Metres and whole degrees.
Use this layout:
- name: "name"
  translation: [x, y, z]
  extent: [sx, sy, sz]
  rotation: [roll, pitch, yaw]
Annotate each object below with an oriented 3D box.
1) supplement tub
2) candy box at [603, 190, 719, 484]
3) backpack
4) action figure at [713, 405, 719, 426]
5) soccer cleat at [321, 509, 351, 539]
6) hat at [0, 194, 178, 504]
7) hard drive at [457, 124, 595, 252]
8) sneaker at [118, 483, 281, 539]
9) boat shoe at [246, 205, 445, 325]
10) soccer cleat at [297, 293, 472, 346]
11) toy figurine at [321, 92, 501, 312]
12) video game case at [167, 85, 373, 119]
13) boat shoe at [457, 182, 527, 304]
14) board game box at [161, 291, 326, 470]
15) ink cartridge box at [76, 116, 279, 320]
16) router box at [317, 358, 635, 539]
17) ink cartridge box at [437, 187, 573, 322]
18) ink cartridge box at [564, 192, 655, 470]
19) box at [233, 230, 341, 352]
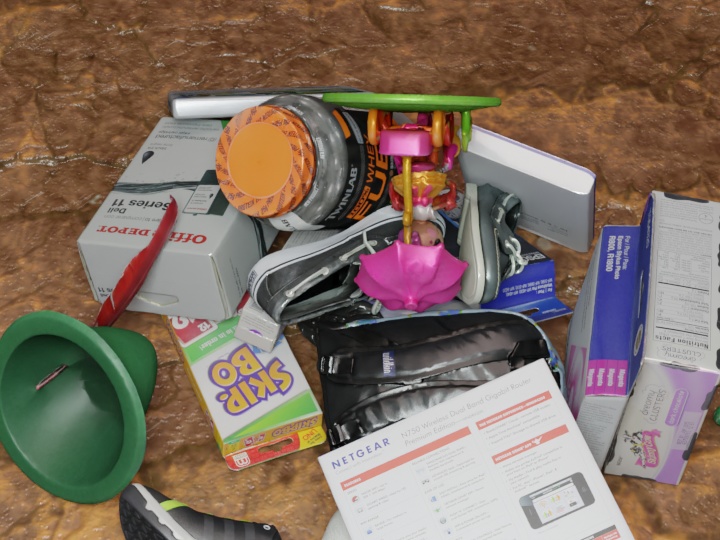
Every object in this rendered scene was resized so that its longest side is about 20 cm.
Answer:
- name: "supplement tub"
  translation: [-0.035, -0.097, 1.292]
  extent: [0.122, 0.123, 0.200]
  rotation: [38, 22, 25]
- name: "candy box"
  translation: [0.271, 0.061, 1.261]
  extent: [0.071, 0.168, 0.200]
  rotation: [10, 49, 4]
- name: "backpack"
  translation: [0.079, 0.107, 1.218]
  extent: [0.200, 0.154, 0.164]
  rotation: [-19, 64, 15]
- name: "action figure"
  translation: [0.423, 0.116, 1.305]
  extent: [0.199, 0.055, 0.118]
  rotation: [-9, 52, -4]
- name: "soccer cleat"
  translation: [0.049, 0.267, 1.137]
  extent: [0.200, 0.070, 0.086]
  rotation: [36, 80, 19]
- name: "hat"
  translation: [-0.200, 0.081, 1.225]
  extent: [0.166, 0.200, 0.176]
  rotation: [42, 34, 10]
- name: "hard drive"
  translation: [0.161, -0.076, 1.357]
  extent: [0.132, 0.200, 0.025]
  rotation: [23, 80, 14]
- name: "sneaker"
  translation: [-0.107, 0.233, 1.147]
  extent: [0.200, 0.072, 0.083]
  rotation: [36, 47, 14]
- name: "boat shoe"
  translation: [0.000, -0.002, 1.266]
  extent: [0.199, 0.074, 0.068]
  rotation: [-16, 40, -27]
- name: "soccer cleat"
  translation: [0.040, 0.051, 1.324]
  extent: [0.199, 0.068, 0.073]
  rotation: [9, 29, 4]
- name: "toy figurine"
  translation: [0.044, -0.058, 1.208]
  extent: [0.150, 0.185, 0.200]
  rotation: [3, 7, 9]
- name: "video game case"
  translation: [-0.097, -0.175, 1.456]
  extent: [0.199, 0.022, 0.182]
  rotation: [-3, 10, -9]
- name: "boat shoe"
  translation: [0.122, -0.026, 1.271]
  extent: [0.062, 0.073, 0.200]
  rotation: [8, 24, -1]
- name: "board game box"
  translation: [-0.110, 0.088, 1.295]
  extent: [0.095, 0.030, 0.200]
  rotation: [-16, 55, -18]
- name: "ink cartridge box"
  translation: [-0.159, -0.054, 1.347]
  extent: [0.146, 0.083, 0.200]
  rotation: [5, 44, 19]
- name: "router box"
  translation: [0.092, 0.190, 1.097]
  extent: [0.200, 0.049, 0.180]
  rotation: [-23, 67, -2]
- name: "ink cartridge box"
  translation: [0.110, -0.015, 1.357]
  extent: [0.099, 0.039, 0.200]
  rotation: [-12, 38, -35]
- name: "ink cartridge box"
  translation: [0.211, 0.063, 1.232]
  extent: [0.043, 0.200, 0.197]
  rotation: [11, 48, 4]
- name: "box"
  translation: [-0.061, -0.001, 1.346]
  extent: [0.041, 0.039, 0.200]
  rotation: [25, 42, 3]
